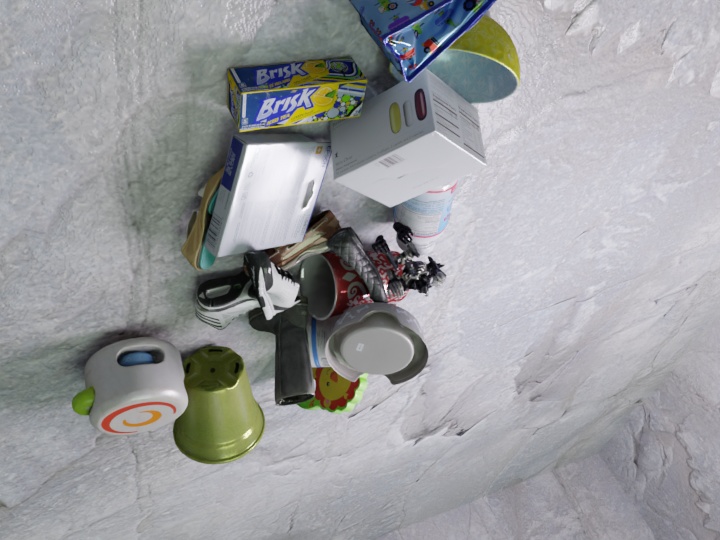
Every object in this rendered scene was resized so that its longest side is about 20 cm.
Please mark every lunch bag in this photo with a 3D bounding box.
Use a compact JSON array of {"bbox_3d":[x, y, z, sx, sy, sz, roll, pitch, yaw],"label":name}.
[{"bbox_3d":[0.095,-0.385,0.928,0.199,0.151,0.094,-36,145,9],"label":"lunch bag"}]

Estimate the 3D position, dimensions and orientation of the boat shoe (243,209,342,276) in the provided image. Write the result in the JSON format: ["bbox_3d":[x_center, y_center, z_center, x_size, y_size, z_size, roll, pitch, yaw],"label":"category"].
[{"bbox_3d":[-0.128,-0.053,1.259,0.199,0.076,0.072,-26,114,-9],"label":"boat shoe"}]

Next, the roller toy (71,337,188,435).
[{"bbox_3d":[-0.427,0.217,1.305,0.181,0.141,0.200,-25,151,10],"label":"roller toy"}]

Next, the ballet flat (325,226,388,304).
[{"bbox_3d":[0.000,0.000,1.276,0.056,0.067,0.201,-28,124,5],"label":"ballet flat"}]

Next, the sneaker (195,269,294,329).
[{"bbox_3d":[-0.228,0.054,1.327,0.199,0.076,0.116,-10,155,-28],"label":"sneaker"}]

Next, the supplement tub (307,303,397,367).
[{"bbox_3d":[-0.017,0.138,1.455,0.198,0.133,0.132,-3,144,5],"label":"supplement tub"}]

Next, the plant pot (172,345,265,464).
[{"bbox_3d":[-0.303,0.268,1.436,0.199,0.201,0.185,-14,132,-21],"label":"plant pot"}]

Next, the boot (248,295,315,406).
[{"bbox_3d":[-0.156,0.166,1.349,0.072,0.202,0.181,6,160,-40],"label":"boot"}]

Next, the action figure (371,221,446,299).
[{"bbox_3d":[0.097,0.004,1.303,0.118,0.103,0.200,-26,136,13],"label":"action figure"}]

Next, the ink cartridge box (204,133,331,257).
[{"bbox_3d":[-0.147,-0.126,1.117,0.199,0.043,0.198,-15,133,-51],"label":"ink cartridge box"}]

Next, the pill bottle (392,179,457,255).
[{"bbox_3d":[0.119,-0.125,1.304,0.108,0.109,0.201,-16,144,-18],"label":"pill bottle"}]

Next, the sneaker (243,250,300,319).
[{"bbox_3d":[-0.151,0.015,1.193,0.079,0.074,0.200,-21,157,-9],"label":"sneaker"}]

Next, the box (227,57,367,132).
[{"bbox_3d":[-0.095,-0.263,1.017,0.198,0.065,0.070,-13,142,-24],"label":"box"}]

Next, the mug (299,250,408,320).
[{"bbox_3d":[-0.018,0.017,1.399,0.199,0.177,0.135,-7,102,-36],"label":"mug"}]

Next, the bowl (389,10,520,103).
[{"bbox_3d":[0.149,-0.342,1.039,0.199,0.199,0.109,16,82,-46],"label":"bowl"}]

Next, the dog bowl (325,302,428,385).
[{"bbox_3d":[0.032,0.142,1.325,0.198,0.059,0.201,2,133,2],"label":"dog bowl"}]

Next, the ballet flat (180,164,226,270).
[{"bbox_3d":[-0.246,-0.097,1.109,0.068,0.063,0.201,-8,127,-60],"label":"ballet flat"}]

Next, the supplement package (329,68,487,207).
[{"bbox_3d":[0.074,-0.206,1.106,0.199,0.112,0.155,-21,154,35],"label":"supplement package"}]

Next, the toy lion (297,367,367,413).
[{"bbox_3d":[-0.076,0.246,1.549,0.200,0.192,0.068,-43,143,19],"label":"toy lion"}]
